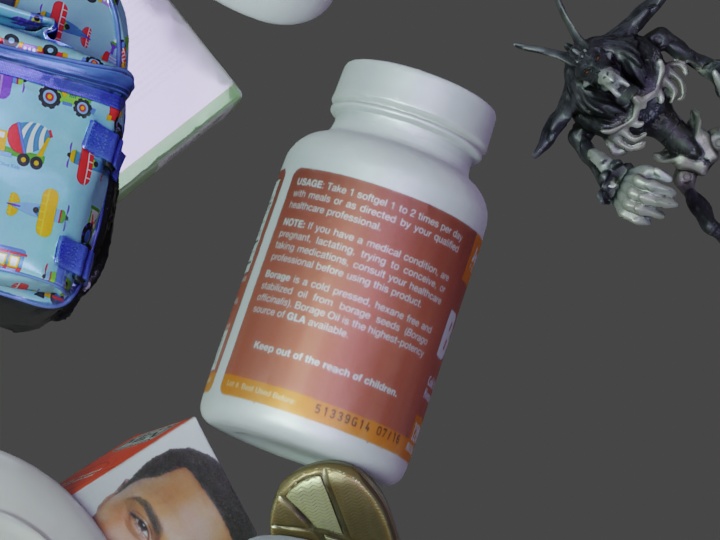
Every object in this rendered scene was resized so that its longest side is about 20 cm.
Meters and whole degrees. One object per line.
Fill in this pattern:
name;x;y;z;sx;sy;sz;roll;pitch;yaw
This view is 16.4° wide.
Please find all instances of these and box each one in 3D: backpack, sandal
backpack;-0.190;-0.090;1.191;0.182;0.134;0.201;20;76;-14
sandal;-0.003;0.176;1.268;0.080;0.054;0.201;-7;117;6

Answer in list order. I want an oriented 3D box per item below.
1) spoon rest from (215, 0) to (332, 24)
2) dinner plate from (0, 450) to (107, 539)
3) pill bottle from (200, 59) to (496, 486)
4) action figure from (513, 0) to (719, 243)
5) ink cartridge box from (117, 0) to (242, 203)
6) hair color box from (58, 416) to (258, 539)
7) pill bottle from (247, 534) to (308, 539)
spoon rest;-0.087;-0.186;1.286;0.199;0.060;0.100;14;66;-41
dinner plate;-0.184;0.174;1.139;0.199;0.024;0.201;10;72;-32
pill bottle;0.000;0.000;1.282;0.112;0.112;0.201;21;81;-10
action figure;0.175;-0.072;1.335;0.200;0.102;0.119;38;90;-8
ink cartridge box;-0.177;-0.122;1.288;0.145;0.048;0.200;-39;92;-13
hair color box;-0.143;0.163;1.222;0.200;0.061;0.102;-33;97;-38
pill bottle;-0.051;0.235;1.199;0.112;0.113;0.201;17;103;-10
